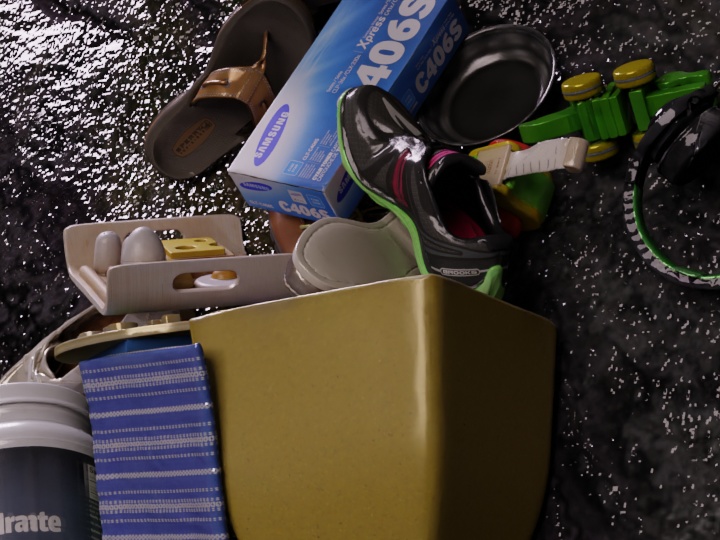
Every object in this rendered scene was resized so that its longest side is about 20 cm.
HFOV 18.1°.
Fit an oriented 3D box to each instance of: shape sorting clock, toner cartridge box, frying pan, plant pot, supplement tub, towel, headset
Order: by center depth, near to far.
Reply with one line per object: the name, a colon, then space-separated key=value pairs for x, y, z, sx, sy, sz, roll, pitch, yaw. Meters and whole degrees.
headset: x=0.246 y=-0.086 z=1.530 sx=0.123 sy=0.094 sz=0.202 roll=17 pitch=92 yaw=21
plant pot: x=0.014 y=0.131 z=1.537 sx=0.194 sy=0.194 sz=0.202 roll=-10 pitch=74 yaw=29
towel: x=-0.140 y=0.154 z=1.541 sx=0.144 sy=0.024 sz=0.202 roll=-9 pitch=88 yaw=51
shape sorting clock: x=-0.125 y=0.049 z=1.659 sx=0.199 sy=0.200 sz=0.040 roll=-14 pitch=78 yaw=27
frying pan: x=0.077 y=-0.106 z=1.685 sx=0.114 sy=0.031 sz=0.191 roll=16 pitch=66 yaw=40
supplement tub: x=-0.253 y=0.201 z=1.702 sx=0.140 sy=0.140 sz=0.201 roll=-22 pitch=57 yaw=23
toner cartridge box: x=-0.007 y=-0.129 z=1.705 sx=0.094 sy=0.043 sz=0.201 roll=12 pitch=59 yaw=36

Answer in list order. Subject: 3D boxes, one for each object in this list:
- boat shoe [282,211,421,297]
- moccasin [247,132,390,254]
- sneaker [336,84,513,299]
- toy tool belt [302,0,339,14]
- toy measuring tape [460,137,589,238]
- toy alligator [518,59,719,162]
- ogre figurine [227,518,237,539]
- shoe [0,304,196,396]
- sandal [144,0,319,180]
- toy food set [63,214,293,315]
boat shoe: x=0.000 y=0.000 z=1.596 sx=0.072 sy=0.200 sz=0.060 roll=49 pitch=117 yaw=11
moccasin: x=-0.026 y=-0.046 z=1.724 sx=0.078 sy=0.073 sz=0.202 roll=-39 pitch=42 yaw=21
sneaker: x=0.053 y=-0.064 z=1.589 sx=0.200 sy=0.076 sz=0.084 roll=55 pitch=138 yaw=29
toy tool belt: x=-0.096 y=-0.265 z=1.790 sx=0.122 sy=0.200 sz=0.126 roll=-7 pitch=74 yaw=31
toy measuring tape: x=0.123 y=-0.061 z=1.606 sx=0.200 sy=0.073 sz=0.074 roll=-10 pitch=58 yaw=62
toy alligator: x=0.211 y=-0.123 z=1.617 sx=0.199 sy=0.060 sz=0.054 roll=-12 pitch=17 yaw=21
ogre figurine: x=-0.104 y=0.218 z=1.621 sx=0.120 sy=0.200 sz=0.098 roll=-49 pitch=9 yaw=18
shoe: x=-0.223 y=0.060 z=1.808 sx=0.199 sy=0.053 sz=0.070 roll=-33 pitch=53 yaw=16
sandal: x=-0.104 y=-0.137 z=1.785 sx=0.200 sy=0.082 sz=0.055 roll=-42 pitch=23 yaw=27
toy food set: x=-0.136 y=-0.015 z=1.689 sx=0.200 sy=0.142 sz=0.061 roll=-146 pitch=53 yaw=-70
